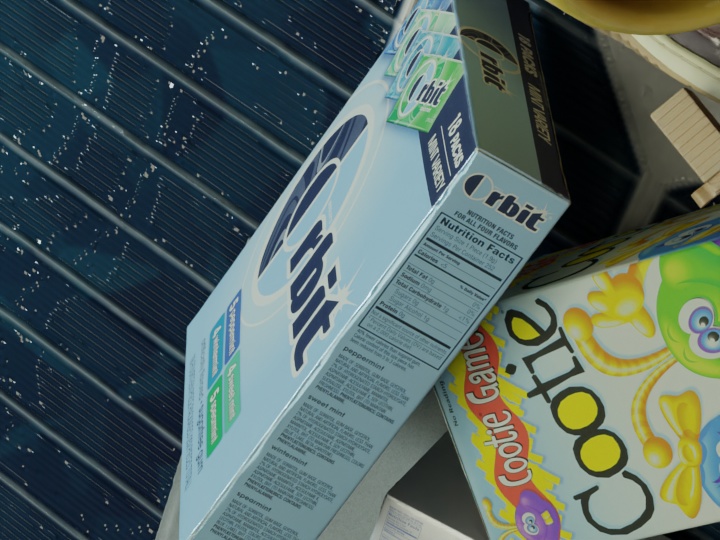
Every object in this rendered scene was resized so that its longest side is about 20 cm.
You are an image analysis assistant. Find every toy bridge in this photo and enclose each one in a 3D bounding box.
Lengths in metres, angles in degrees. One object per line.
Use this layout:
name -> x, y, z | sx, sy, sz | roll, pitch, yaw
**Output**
toy bridge -> 0.193, -0.087, 1.032 | 0.200, 0.027, 0.067 | -41, 81, 11

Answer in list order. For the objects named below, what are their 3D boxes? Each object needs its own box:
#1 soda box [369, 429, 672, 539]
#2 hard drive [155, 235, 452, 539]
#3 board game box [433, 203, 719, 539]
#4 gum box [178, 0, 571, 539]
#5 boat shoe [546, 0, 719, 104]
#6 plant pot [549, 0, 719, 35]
soda box -> 0.100, 0.143, 1.189 | 0.200, 0.068, 0.064 | 27, 121, 14
hard drive -> -0.014, 0.098, 1.299 | 0.139, 0.033, 0.200 | 33, 122, 23
board game box -> 0.138, 0.031, 1.118 | 0.200, 0.105, 0.103 | -18, 95, 38
gum box -> 0.000, 0.000, 1.147 | 0.045, 0.170, 0.200 | 30, 114, -17
boat shoe -> 0.130, -0.109, 1.096 | 0.200, 0.072, 0.065 | 31, 123, 27
plant pot -> 0.083, -0.212, 1.021 | 0.189, 0.200, 0.201 | 49, 131, 39
